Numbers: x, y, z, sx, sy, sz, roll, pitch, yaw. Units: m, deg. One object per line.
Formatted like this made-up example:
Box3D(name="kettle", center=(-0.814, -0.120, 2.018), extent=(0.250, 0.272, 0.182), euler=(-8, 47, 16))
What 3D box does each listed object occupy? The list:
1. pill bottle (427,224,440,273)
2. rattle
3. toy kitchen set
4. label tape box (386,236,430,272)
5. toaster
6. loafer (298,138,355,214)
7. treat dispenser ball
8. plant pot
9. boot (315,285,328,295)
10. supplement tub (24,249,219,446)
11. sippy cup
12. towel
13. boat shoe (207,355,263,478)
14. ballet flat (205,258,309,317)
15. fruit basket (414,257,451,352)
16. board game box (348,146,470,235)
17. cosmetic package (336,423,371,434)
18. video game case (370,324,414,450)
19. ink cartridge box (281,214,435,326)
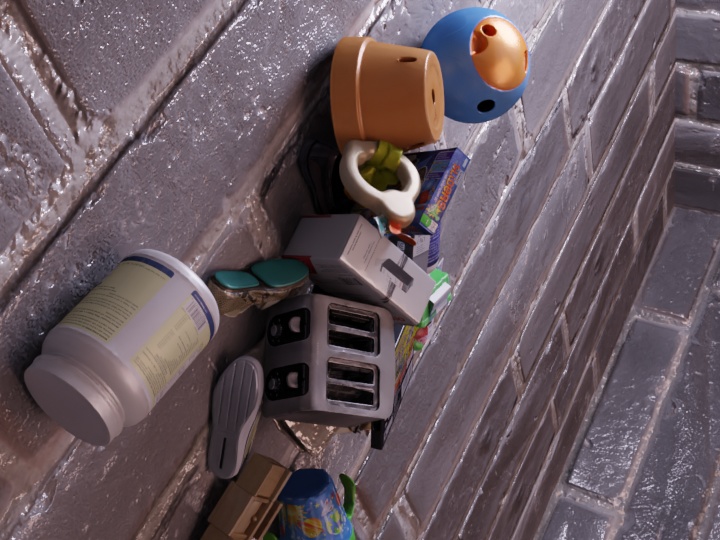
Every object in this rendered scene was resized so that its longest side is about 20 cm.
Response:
Box3D(name="pill bottle", center=(0.084, -0.053, 1.739), extent=(0.120, 0.119, 0.201), euler=(-36, 134, -50))
Box3D(name="rattle", center=(0.017, -0.083, 1.407), extent=(0.130, 0.143, 0.201), euler=(12, 49, -41))
Box3D(name="toy kitchen set", center=(-0.127, 0.423, 1.501), extent=(0.201, 0.180, 0.163), euler=(-58, 157, -7))
Box3D(name="label tape box", center=(0.046, -0.092, 1.624), extent=(0.063, 0.143, 0.202), euler=(-24, 124, -53))
Box3D(name="toaster", center=(-0.043, 0.144, 1.469), extent=(0.199, 0.118, 0.182), euler=(14, 69, -36))
Box3D(name="loafer", center=(-0.038, -0.129, 1.535), extent=(0.072, 0.063, 0.200), euler=(-64, 150, -23))
Box3D(name="treat dispenser ball", center=(0.201, -0.363, 1.713), extent=(0.201, 0.200, 0.202), euler=(-37, 134, -50))
Box3D(name="plant pot", center=(0.049, -0.264, 1.490), extent=(0.200, 0.139, 0.202), euler=(-2, 90, -73))
Box3D(name="boot", center=(-0.014, 0.107, 1.657), extent=(0.200, 0.068, 0.190), euler=(29, 65, -45))
Box3D(name="supplement tub", center=(-0.274, 0.088, 1.120), extent=(0.200, 0.144, 0.146), euler=(-52, 145, -36))
Box3D(name="sippy cup", center=(-0.086, 0.419, 1.667), extent=(0.178, 0.138, 0.131), euler=(-73, 155, -65))
Box3D(name="towel", center=(-0.098, 0.181, 1.513), extent=(0.133, 0.034, 0.201), euler=(-45, 107, -39))
Box3D(name="boat shoe", center=(-0.185, 0.214, 1.448), extent=(0.062, 0.072, 0.201), euler=(-39, 147, -67))
Box3D(name="ballet flat", center=(-0.158, 0.029, 1.408), extent=(0.199, 0.068, 0.076), euler=(-13, 137, -53))
Box3D(name="fruit basket", center=(0.117, 0.098, 1.910), extent=(0.185, 0.093, 0.201), euler=(-40, 140, -48))
Box3D(name="board game box", center=(0.067, -0.119, 1.485), extent=(0.034, 0.199, 0.136), euler=(37, 72, -30))
Box3D(name="cosmetic package", center=(-0.031, 0.233, 1.689), extent=(0.200, 0.105, 0.072), euler=(9, 95, -64))
Box3D(name="video game case", center=(0.056, 0.173, 1.655), extent=(0.200, 0.025, 0.182), euler=(-63, 159, -48))
Box3D(name="ink cartridge box", center=(0.000, 0.000, 1.515), extent=(0.200, 0.144, 0.084), euler=(41, 66, -35))
